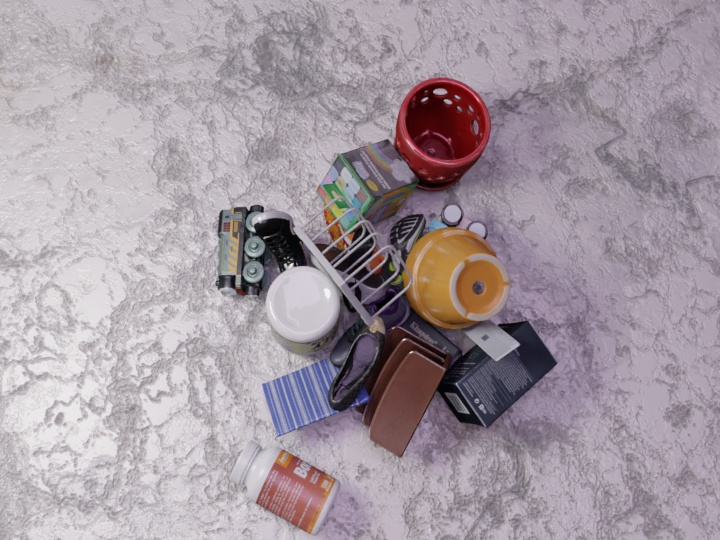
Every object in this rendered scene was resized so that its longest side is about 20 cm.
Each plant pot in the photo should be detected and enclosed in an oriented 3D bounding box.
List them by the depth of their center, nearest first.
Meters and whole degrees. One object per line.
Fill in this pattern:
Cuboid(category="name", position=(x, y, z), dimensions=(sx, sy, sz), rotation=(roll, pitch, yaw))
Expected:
Cuboid(category="plant pot", position=(0.200, 0.022, 1.628), dimensions=(0.195, 0.183, 0.206), rotation=(-1, 96, -13))
Cuboid(category="plant pot", position=(0.168, -0.281, 1.796), dimensions=(0.195, 0.183, 0.206), rotation=(1, 72, -4))

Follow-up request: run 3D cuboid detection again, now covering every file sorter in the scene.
Cuboid(category="file sorter", position=(-0.011, -0.026, 1.597), dimensions=(0.124, 0.139, 0.200), rotation=(-39, 46, -3))

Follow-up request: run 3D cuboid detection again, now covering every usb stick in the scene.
Cuboid(category="usb stick", position=(0.127, 0.130, 1.712), dimensions=(0.055, 0.033, 0.199), rotation=(-41, 58, -13))

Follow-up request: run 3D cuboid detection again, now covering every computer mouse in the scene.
Cuboid(category="computer mouse", position=(0.000, 0.000, 1.687), dimensions=(0.057, 0.034, 0.204), rotation=(-7, 54, 26))

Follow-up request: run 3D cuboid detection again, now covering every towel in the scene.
Cuboid(category="towel", position=(-0.090, 0.245, 1.663), dimensions=(0.196, 0.024, 0.146), rotation=(-20, 41, -9))

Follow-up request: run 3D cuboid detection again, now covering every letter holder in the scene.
Cuboid(category="letter holder", position=(0.070, 0.230, 1.630), dimensions=(0.140, 0.101, 0.203), rotation=(28, 104, 6))

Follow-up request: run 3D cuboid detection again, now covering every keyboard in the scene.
Cuboid(category="keyboard", position=(0.252, 0.129, 1.643), dimensions=(0.056, 0.200, 0.011), rotation=(-39, 108, -1))

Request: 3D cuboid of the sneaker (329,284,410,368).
Cuboid(category="sneaker", position=(0.008, 0.108, 1.685), dimensions=(0.199, 0.088, 0.074), rotation=(-41, 51, -10))

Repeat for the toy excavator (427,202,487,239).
Cuboid(category="toy excavator", position=(0.203, -0.010, 1.774), dimensions=(0.193, 0.100, 0.202), rotation=(34, 86, 3))

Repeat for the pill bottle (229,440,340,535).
Cuboid(category="pill bottle", position=(-0.145, 0.410, 1.597), dimensions=(0.197, 0.112, 0.114), rotation=(28, 73, 4))

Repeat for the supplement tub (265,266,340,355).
Cuboid(category="supplement tub", position=(-0.112, 0.086, 1.651), dimensions=(0.141, 0.200, 0.149), rotation=(1, 74, -2))

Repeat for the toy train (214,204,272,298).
Cuboid(category="toy train", position=(-0.246, -0.040, 1.749), dimensions=(0.111, 0.085, 0.205), rotation=(-1, 74, 8))

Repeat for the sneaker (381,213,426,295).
Cuboid(category="sneaker", position=(0.100, -0.036, 1.779), dimensions=(0.072, 0.081, 0.203), rotation=(-3, 50, 32))

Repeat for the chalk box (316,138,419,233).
Cuboid(category="chalk box", position=(0.000, -0.169, 1.732), dimensions=(0.198, 0.124, 0.125), rotation=(-24, 71, -41))

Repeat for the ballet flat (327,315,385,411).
Cuboid(category="ballet flat", position=(-0.002, 0.179, 1.611), dimensions=(0.065, 0.057, 0.203), rotation=(24, 74, 6))

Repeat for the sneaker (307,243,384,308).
Cuboid(category="sneaker", position=(-0.040, 0.020, 1.751), dimensions=(0.198, 0.086, 0.072), rotation=(35, 45, 28))

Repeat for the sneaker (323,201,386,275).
Cuboid(category="sneaker", position=(-0.013, -0.076, 1.789), dimensions=(0.076, 0.073, 0.202), rotation=(-31, 85, -27))

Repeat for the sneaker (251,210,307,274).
Cuboid(category="sneaker", position=(-0.153, -0.043, 1.692), dimensions=(0.072, 0.200, 0.114), rotation=(-18, 73, 13))

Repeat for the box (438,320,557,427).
Cuboid(category="box", position=(0.265, 0.204, 1.664), dimensions=(0.199, 0.148, 0.108), rotation=(-38, 93, -14))
